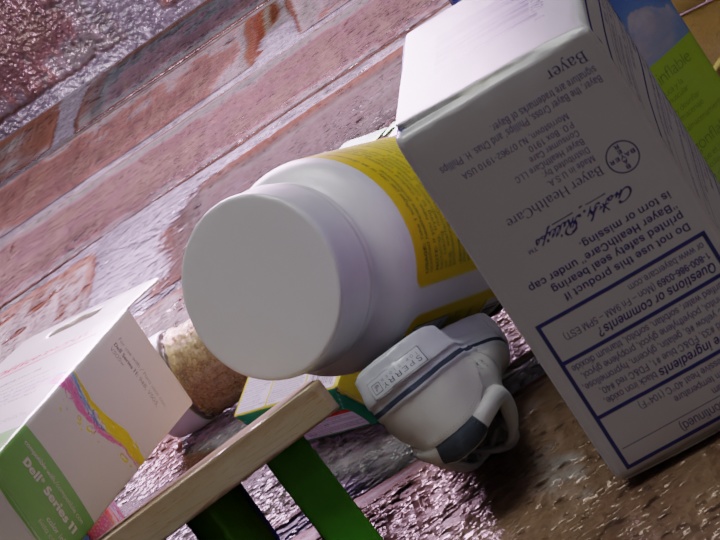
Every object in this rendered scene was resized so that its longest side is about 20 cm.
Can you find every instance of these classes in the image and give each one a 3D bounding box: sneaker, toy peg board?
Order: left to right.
[{"bbox_3d":[-0.076,0.154,1.299,0.200,0.098,0.199,-36,-1,-4],"label":"toy peg board"},{"bbox_3d":[0.047,0.070,1.301,0.073,0.071,0.200,-37,-7,13],"label":"sneaker"}]

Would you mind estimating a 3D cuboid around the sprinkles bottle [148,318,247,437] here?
[{"bbox_3d":[-0.052,0.034,1.625,0.200,0.068,0.068,-30,15,17],"label":"sprinkles bottle"}]

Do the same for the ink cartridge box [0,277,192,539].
[{"bbox_3d":[-0.168,0.092,1.324,0.117,0.067,0.200,-25,16,33],"label":"ink cartridge box"}]

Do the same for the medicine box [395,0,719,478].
[{"bbox_3d":[0.111,-0.033,1.209,0.103,0.200,0.182,-30,15,12],"label":"medicine box"}]

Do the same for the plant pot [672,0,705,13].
[{"bbox_3d":[0.186,-0.241,1.608,0.134,0.200,0.200,8,31,16],"label":"plant pot"}]

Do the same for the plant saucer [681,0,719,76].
[{"bbox_3d":[0.163,-0.087,1.568,0.200,0.048,0.200,-23,19,38],"label":"plant saucer"}]

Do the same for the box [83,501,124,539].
[{"bbox_3d":[-0.195,0.157,1.497,0.103,0.095,0.200,-36,15,-5],"label":"box"}]

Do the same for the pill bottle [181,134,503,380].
[{"bbox_3d":[0.001,-0.008,1.325,0.114,0.114,0.200,-26,-4,31],"label":"pill bottle"}]

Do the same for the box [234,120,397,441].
[{"bbox_3d":[0.000,0.000,1.500,0.117,0.048,0.200,-19,48,54],"label":"box"}]

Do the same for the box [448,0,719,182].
[{"bbox_3d":[0.129,-0.100,1.378,0.122,0.200,0.048,-41,15,-23],"label":"box"}]
